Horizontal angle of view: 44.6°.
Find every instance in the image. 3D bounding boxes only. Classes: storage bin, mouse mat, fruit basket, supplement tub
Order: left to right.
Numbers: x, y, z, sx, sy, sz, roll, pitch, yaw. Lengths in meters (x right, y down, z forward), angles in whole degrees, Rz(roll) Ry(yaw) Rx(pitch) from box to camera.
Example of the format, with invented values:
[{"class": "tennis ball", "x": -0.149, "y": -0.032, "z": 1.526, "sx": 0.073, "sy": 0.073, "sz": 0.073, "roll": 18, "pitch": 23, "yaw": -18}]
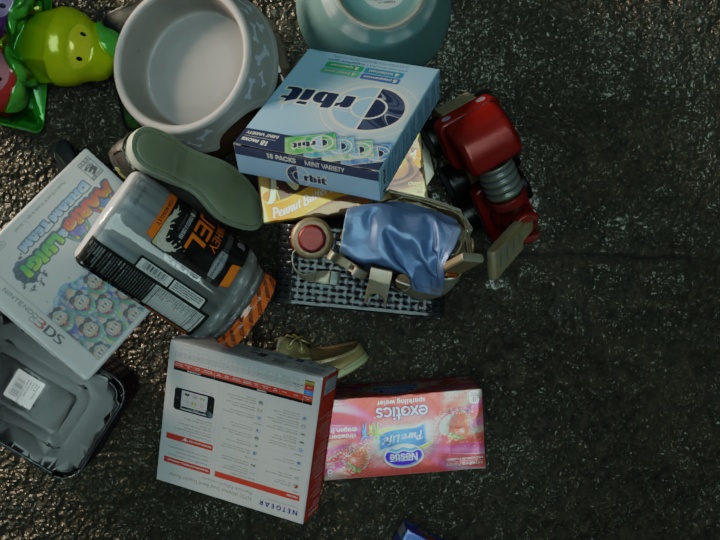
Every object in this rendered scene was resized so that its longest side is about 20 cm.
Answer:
[{"class": "fruit basket", "x": -0.392, "y": -0.267, "z": 1.033, "sx": 0.215, "sy": 0.155, "sz": 0.217, "roll": 0, "pitch": 90, "yaw": 16}, {"class": "storage bin", "x": -0.387, "y": 0.139, "z": 1.057, "sx": 0.200, "sy": 0.094, "sz": 0.135, "roll": 32, "pitch": 90, "yaw": -5}, {"class": "supplement tub", "x": -0.201, "y": -0.007, "z": 0.976, "sx": 0.200, "sy": 0.123, "sz": 0.123, "roll": 36, "pitch": 89, "yaw": -17}, {"class": "mouse mat", "x": -0.215, "y": -0.269, "z": 1.065, "sx": 0.199, "sy": 0.008, "sz": 0.162, "roll": -16, "pitch": 81, "yaw": 14}, {"class": "storage bin", "x": 0.000, "y": 0.000, "z": 1.059, "sx": 0.199, "sy": 0.135, "sz": 0.094, "roll": 5, "pitch": 91, "yaw": -3}]

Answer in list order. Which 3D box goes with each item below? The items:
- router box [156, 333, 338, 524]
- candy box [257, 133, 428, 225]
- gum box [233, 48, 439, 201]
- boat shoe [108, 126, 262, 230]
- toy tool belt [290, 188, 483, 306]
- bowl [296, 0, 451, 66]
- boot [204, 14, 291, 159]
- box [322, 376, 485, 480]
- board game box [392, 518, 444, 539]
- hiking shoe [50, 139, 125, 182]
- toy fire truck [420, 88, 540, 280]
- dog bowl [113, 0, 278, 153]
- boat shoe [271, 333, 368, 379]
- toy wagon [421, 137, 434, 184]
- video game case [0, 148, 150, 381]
[{"class": "router box", "x": -0.137, "y": 0.182, "z": 1.038, "sx": 0.199, "sy": 0.049, "sz": 0.180, "roll": 12, "pitch": 102, "yaw": 18}, {"class": "candy box", "x": -0.024, "y": -0.122, "z": 1.055, "sx": 0.199, "sy": 0.055, "sz": 0.116, "roll": -6, "pitch": 89, "yaw": -2}, {"class": "gum box", "x": -0.021, "y": -0.170, "z": 0.990, "sx": 0.169, "sy": 0.045, "sz": 0.200, "roll": 13, "pitch": 47, "yaw": 17}, {"class": "boat shoe", "x": -0.201, "y": -0.103, "z": 1.040, "sx": 0.201, "sy": 0.060, "sz": 0.072, "roll": 33, "pitch": 58, "yaw": -39}, {"class": "toy tool belt", "x": 0.023, "y": -0.026, "z": 0.930, "sx": 0.199, "sy": 0.123, "sz": 0.125, "roll": 8, "pitch": 90, "yaw": -3}, {"class": "bowl", "x": 0.019, "y": -0.337, "z": 1.069, "sx": 0.200, "sy": 0.105, "sz": 0.202, "roll": 0, "pitch": 91, "yaw": -2}, {"class": "boot", "x": -0.177, "y": -0.233, "z": 1.085, "sx": 0.200, "sy": 0.070, "sz": 0.146, "roll": -36, "pitch": 84, "yaw": 4}, {"class": "box", "x": 0.048, "y": 0.194, "z": 1.088, "sx": 0.199, "sy": 0.095, "sz": 0.103, "roll": -3, "pitch": 93, "yaw": -3}, {"class": "board game box", "x": 0.069, "y": 0.441, "z": 1.120, "sx": 0.134, "sy": 0.045, "sz": 0.200, "roll": 29, "pitch": 90, "yaw": -4}, {"class": "hiking shoe", "x": -0.282, "y": -0.105, "z": 1.081, "sx": 0.200, "sy": 0.076, "sz": 0.101, "roll": 40, "pitch": 81, "yaw": -12}, {"class": "toy fire truck", "x": 0.151, "y": -0.093, "z": 1.016, "sx": 0.128, "sy": 0.200, "sz": 0.176, "roll": -29, "pitch": 120, "yaw": -3}, {"class": "dog bowl", "x": -0.197, "y": -0.240, "z": 1.024, "sx": 0.199, "sy": 0.059, "sz": 0.201, "roll": -2, "pitch": 85, "yaw": 17}, {"class": "boat shoe", "x": -0.091, "y": 0.114, "z": 1.089, "sx": 0.199, "sy": 0.074, "sz": 0.067, "roll": -15, "pitch": 98, "yaw": -3}, {"class": "toy wagon", "x": -0.007, "y": -0.151, "z": 1.104, "sx": 0.200, "sy": 0.040, "sz": 0.155, "roll": 33, "pitch": 89, "yaw": -3}, {"class": "video game case", "x": -0.315, "y": -0.007, "z": 1.006, "sx": 0.182, "sy": 0.024, "sz": 0.200, "roll": 44, "pitch": 69, "yaw": -13}]
